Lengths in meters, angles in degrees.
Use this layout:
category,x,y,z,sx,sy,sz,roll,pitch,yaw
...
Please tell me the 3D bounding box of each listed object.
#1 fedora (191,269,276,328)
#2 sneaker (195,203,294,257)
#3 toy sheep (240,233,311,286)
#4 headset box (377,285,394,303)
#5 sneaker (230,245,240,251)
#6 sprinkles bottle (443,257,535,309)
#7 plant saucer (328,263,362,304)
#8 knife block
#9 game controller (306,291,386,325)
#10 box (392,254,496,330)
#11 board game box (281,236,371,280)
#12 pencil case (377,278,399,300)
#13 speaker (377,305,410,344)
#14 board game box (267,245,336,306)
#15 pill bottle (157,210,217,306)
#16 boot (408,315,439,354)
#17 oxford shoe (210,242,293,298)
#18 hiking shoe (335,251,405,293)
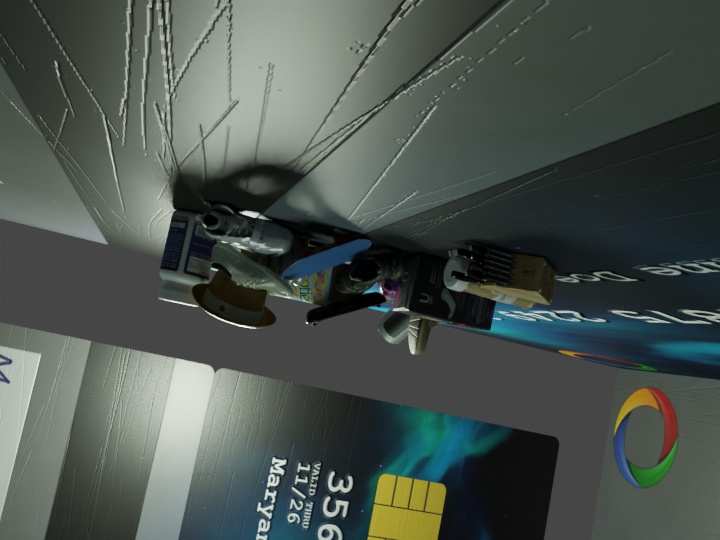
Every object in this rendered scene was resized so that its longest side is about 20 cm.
category,x,y,z,sx,sy,sz,roll,pitch,yaw
fedora,-0.267,0.051,1.599,0.197,0.083,0.201,21,-166,-5
sneaker,-0.237,-0.080,1.483,0.196,0.077,0.115,14,177,14
toy sheep,-0.167,-0.024,1.612,0.196,0.141,0.138,13,173,-15
headset box,0.141,0.055,1.908,0.195,0.079,0.149,11,173,-4
sneaker,-0.372,-0.073,1.774,0.198,0.076,0.117,10,180,42
sprinkles bottle,0.264,0.024,1.470,0.196,0.070,0.068,15,173,-24
plant saucer,-0.081,0.037,1.856,0.195,0.036,0.201,8,-150,-4
knife block,0.257,0.005,1.348,0.172,0.065,0.199,10,173,26
game controller,-0.035,0.093,1.737,0.196,0.043,0.104,-16,-174,-4
box,0.184,0.049,1.583,0.196,0.125,0.106,15,174,-18
board game box,-0.074,-0.039,1.506,0.196,0.040,0.158,-20,168,-12
pencil case,0.080,0.021,1.710,0.086,0.090,0.200,12,173,3
speaker,0.131,0.093,1.790,0.080,0.082,0.200,17,133,-38
board game box,-0.160,-0.001,1.743,0.195,0.105,0.105,12,-158,3
pill bottle,-0.394,-0.026,1.677,0.113,0.205,0.116,12,173,1
boot,0.196,0.103,1.679,0.151,0.205,0.072,13,179,-19
oxford shoe,-0.229,0.012,1.528,0.197,0.058,0.075,28,157,4
hiking shoe,0.000,0.000,1.589,0.099,0.078,0.198,4,161,-44
